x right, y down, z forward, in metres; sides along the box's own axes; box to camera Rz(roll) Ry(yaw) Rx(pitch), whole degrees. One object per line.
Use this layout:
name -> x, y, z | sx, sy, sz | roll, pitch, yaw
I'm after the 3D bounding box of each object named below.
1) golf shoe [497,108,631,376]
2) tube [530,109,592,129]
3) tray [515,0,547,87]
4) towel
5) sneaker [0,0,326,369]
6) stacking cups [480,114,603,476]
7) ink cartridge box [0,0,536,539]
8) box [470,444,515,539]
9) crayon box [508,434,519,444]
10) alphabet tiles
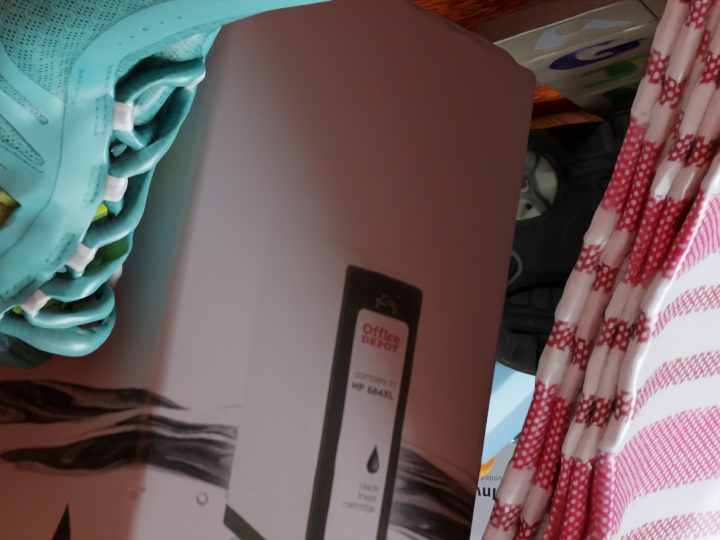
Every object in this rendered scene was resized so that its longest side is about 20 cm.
golf shoe -> 0.000, 0.000, 0.764 | 0.199, 0.078, 0.088 | -1, -178, 6
tube -> 0.015, -0.015, 0.881 | 0.199, 0.058, 0.052 | -7, -149, -28
tray -> 0.125, -0.079, 0.712 | 0.199, 0.022, 0.107 | -12, 173, -25
towel -> 0.098, 0.004, 0.577 | 0.146, 0.201, 0.030 | -6, -148, -43
sneaker -> -0.055, -0.025, 0.522 | 0.077, 0.080, 0.200 | -9, 170, -39
stacking cups -> 0.030, 0.023, 0.853 | 0.200, 0.061, 0.060 | -43, 163, 19
ink cartridge box -> -0.052, 0.050, 0.594 | 0.084, 0.201, 0.146 | 26, 150, -32
box -> 0.062, 0.057, 1.020 | 0.199, 0.041, 0.156 | 5, -171, 9
crayon box -> 0.068, 0.012, 1.013 | 0.125, 0.052, 0.199 | 10, -167, 43
alphabet tiles -> 0.137, -0.071, 0.681 | 0.199, 0.008, 0.167 | -16, 173, 13
